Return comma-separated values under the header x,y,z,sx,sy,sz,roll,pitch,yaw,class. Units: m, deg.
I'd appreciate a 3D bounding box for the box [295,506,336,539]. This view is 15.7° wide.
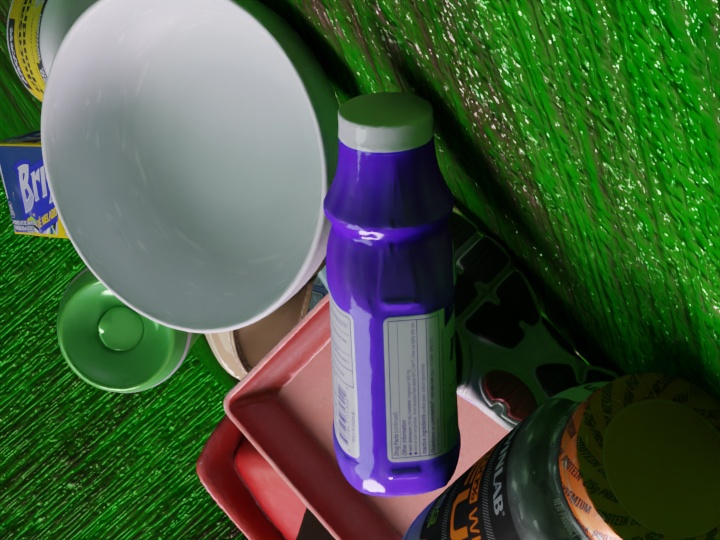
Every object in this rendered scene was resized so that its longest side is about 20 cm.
x,y,z,sx,sy,sz,roll,pitch,yaw,class
0.043,0.248,1.681,0.166,0.200,0.164,13,163,25,box

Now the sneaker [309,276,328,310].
x,y,z,sx,sy,sz,roll,pitch,yaw,class
-0.040,0.038,1.701,0.088,0.075,0.200,-38,-71,-60,sneaker

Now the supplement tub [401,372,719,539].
x,y,z,sx,sy,sz,roll,pitch,yaw,class
0.105,0.131,1.274,0.123,0.123,0.200,48,146,5,supplement tub

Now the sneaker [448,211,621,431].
x,y,z,sx,sy,sz,roll,pitch,yaw,class
0.077,0.050,1.403,0.200,0.081,0.083,47,178,8,sneaker

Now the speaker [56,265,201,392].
x,y,z,sx,sy,sz,roll,pitch,yaw,class
-0.132,0.016,1.633,0.088,0.088,0.200,49,-167,-5,speaker

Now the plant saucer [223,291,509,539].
x,y,z,sx,sy,sz,roll,pitch,yaw,class
0.047,0.089,1.503,0.200,0.200,0.037,48,-147,5,plant saucer

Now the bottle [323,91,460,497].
x,y,z,sx,sy,sz,roll,pitch,yaw,class
0.016,0.011,1.304,0.084,0.065,0.200,-103,10,-66,bottle

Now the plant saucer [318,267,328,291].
x,y,z,sx,sy,sz,roll,pitch,yaw,class
0.000,0.000,1.609,0.201,0.039,0.201,55,173,10,plant saucer

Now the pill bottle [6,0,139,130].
x,y,z,sx,sy,sz,roll,pitch,yaw,class
-0.158,-0.146,1.612,0.112,0.112,0.200,51,172,-16,pill bottle

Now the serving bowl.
x,y,z,sx,sy,sz,roll,pitch,yaw,class
-0.083,-0.070,1.461,0.200,0.200,0.066,47,-146,14,serving bowl

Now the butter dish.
x,y,z,sx,sy,sz,roll,pitch,yaw,class
0.020,0.136,1.866,0.148,0.199,0.200,-7,129,52,butter dish

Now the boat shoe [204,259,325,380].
x,y,z,sx,sy,sz,roll,pitch,yaw,class
-0.055,-0.018,1.534,0.065,0.071,0.200,36,133,52,boat shoe

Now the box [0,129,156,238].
x,y,z,sx,sy,sz,roll,pitch,yaw,class
-0.155,-0.058,1.625,0.200,0.070,0.064,4,110,59,box
